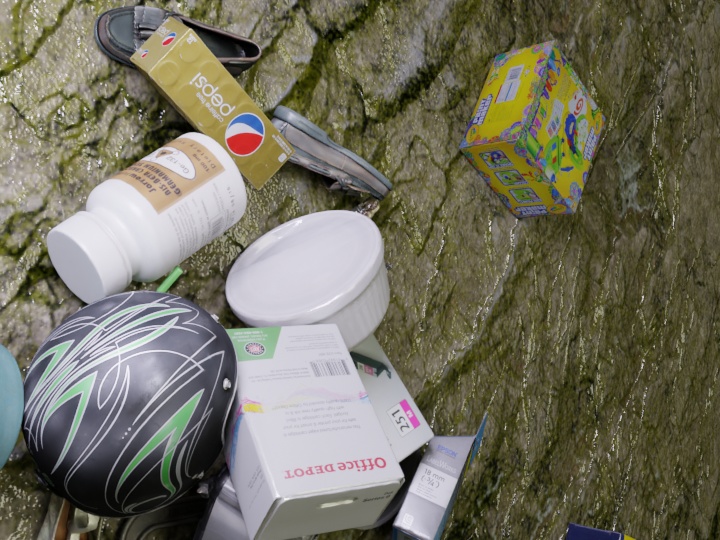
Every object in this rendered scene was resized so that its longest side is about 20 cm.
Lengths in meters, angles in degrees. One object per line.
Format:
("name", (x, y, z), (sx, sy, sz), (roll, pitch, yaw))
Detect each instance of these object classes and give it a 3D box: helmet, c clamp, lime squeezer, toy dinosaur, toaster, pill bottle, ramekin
("helmet", (-0.216, 0.118, 0.827), (0.199, 0.199, 0.192), (-31, 149, -41))
("c clamp", (-0.194, 0.345, 1.012), (0.198, 0.027, 0.174), (12, 80, -45))
("lime squeezer", (-0.235, 0.092, 0.946), (0.069, 0.038, 0.203), (7, 109, -7))
("toy dinosaur", (0.000, 0.000, 1.200), (0.087, 0.047, 0.202), (31, 61, -20))
("toaster", (-0.099, 0.259, 0.969), (0.200, 0.118, 0.183), (-49, 164, -52))
("pill bottle", (-0.225, -0.054, 0.934), (0.200, 0.113, 0.116), (-41, 116, -38))
("ramekin", (-0.055, 0.024, 1.054), (0.203, 0.200, 0.095), (-50, 133, -34))

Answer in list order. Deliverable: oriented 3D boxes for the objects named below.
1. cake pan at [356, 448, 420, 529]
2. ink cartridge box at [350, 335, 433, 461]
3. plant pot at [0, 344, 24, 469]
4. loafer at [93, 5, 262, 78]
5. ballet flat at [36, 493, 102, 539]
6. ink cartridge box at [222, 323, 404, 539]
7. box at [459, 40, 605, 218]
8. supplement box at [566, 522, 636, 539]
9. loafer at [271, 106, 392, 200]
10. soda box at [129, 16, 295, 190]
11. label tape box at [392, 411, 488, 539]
("cake pan", (0.005, 0.249, 1.207), (0.198, 0.036, 0.204), (3, 86, -45))
("ink cartridge box", (-0.020, 0.170, 1.126), (0.172, 0.043, 0.202), (-25, 80, -43))
("plant pot", (-0.393, 0.109, 0.720), (0.187, 0.197, 0.204), (24, 71, -58))
("loafer", (-0.201, -0.264, 1.001), (0.198, 0.062, 0.073), (-1, 88, -45))
("ballet flat", (-0.292, 0.272, 0.892), (0.067, 0.062, 0.204), (14, 79, -43))
("ink cartridge box", (-0.063, 0.159, 0.891), (0.143, 0.088, 0.201), (0, 45, -31))
("box", (0.288, -0.227, 1.449), (0.192, 0.121, 0.202), (43, 60, -35))
("supplement box", (0.465, 0.544, 1.608), (0.199, 0.108, 0.111), (32, 67, -40))
("loafer", (-0.045, -0.138, 1.153), (0.199, 0.072, 0.063), (32, 89, -33))
("soda box", (-0.163, -0.184, 0.989), (0.068, 0.064, 0.200), (-46, 131, -4))
("label tape box", (0.111, 0.301, 1.246), (0.145, 0.062, 0.202), (87, 28, -60))
